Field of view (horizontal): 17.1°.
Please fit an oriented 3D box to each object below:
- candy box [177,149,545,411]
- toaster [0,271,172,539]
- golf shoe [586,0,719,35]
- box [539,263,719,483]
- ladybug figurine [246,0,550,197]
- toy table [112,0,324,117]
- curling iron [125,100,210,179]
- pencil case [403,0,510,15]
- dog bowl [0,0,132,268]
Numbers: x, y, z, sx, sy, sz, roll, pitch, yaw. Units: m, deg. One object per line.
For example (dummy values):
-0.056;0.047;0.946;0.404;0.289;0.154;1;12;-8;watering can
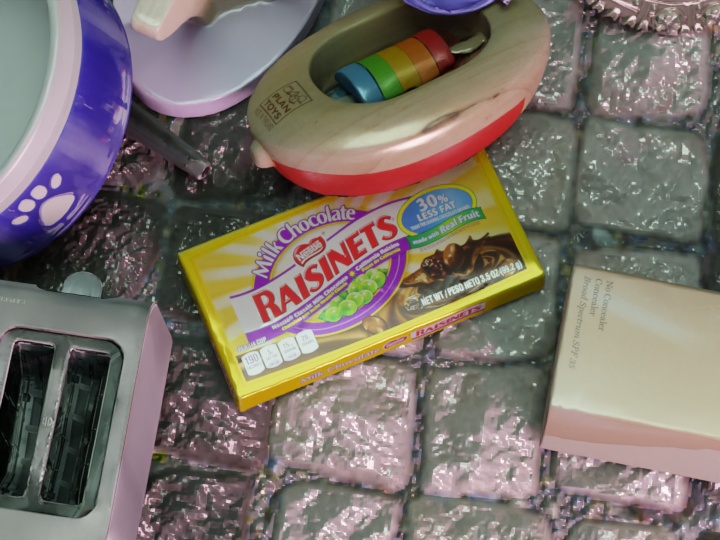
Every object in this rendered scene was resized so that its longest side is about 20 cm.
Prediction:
0.000;0.000;1.432;0.199;0.026;0.103;-22;67;-9;candy box
-0.211;0.098;1.344;0.179;0.119;0.202;8;69;4;toaster
0.226;-0.208;1.499;0.198;0.079;0.098;-6;52;-9;golf shoe
0.209;0.068;1.379;0.198;0.078;0.096;10;69;4;box
0.024;-0.102;1.433;0.199;0.072;0.136;-24;41;-13;ladybug figurine
-0.086;-0.204;1.461;0.182;0.117;0.202;12;70;4;toy table
-0.169;-0.120;1.467;0.200;0.050;0.026;43;47;15;curling iron
0.034;-0.238;1.457;0.086;0.078;0.201;-31;46;5;pencil case
-0.233;-0.103;1.397;0.199;0.079;0.202;-10;69;28;dog bowl
